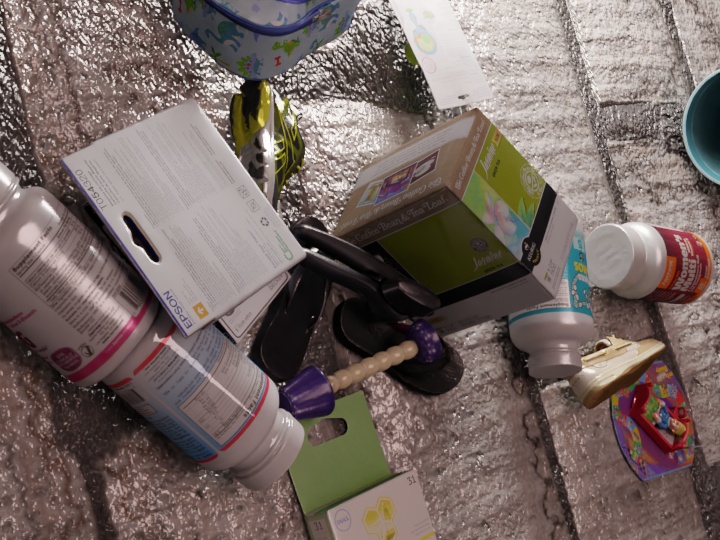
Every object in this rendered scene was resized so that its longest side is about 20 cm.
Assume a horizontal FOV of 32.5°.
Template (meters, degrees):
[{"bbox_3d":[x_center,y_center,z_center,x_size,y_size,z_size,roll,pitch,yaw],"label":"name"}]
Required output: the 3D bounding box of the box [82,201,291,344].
[{"bbox_3d":[-0.173,-0.029,1.255,0.201,0.060,0.117,52,46,-16],"label":"box"}]

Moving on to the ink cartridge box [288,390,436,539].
[{"bbox_3d":[-0.001,0.240,1.330,0.144,0.048,0.203,-15,87,-45],"label":"ink cartridge box"}]

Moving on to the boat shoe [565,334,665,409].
[{"bbox_3d":[0.349,0.123,1.696,0.069,0.074,0.199,46,38,21],"label":"boat shoe"}]

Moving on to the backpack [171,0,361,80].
[{"bbox_3d":[-0.104,-0.325,1.359,0.182,0.148,0.200,39,55,10],"label":"backpack"}]

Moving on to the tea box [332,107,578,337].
[{"bbox_3d":[0.110,-0.049,1.437,0.197,0.199,0.135,43,50,-24],"label":"tea box"}]

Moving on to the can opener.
[{"bbox_3d":[0.000,0.000,1.366,0.199,0.078,0.064,29,45,-31],"label":"can opener"}]

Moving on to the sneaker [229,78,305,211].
[{"bbox_3d":[-0.095,-0.117,1.355,0.084,0.074,0.203,19,62,-38],"label":"sneaker"}]

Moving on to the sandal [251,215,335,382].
[{"bbox_3d":[-0.062,0.029,1.352,0.076,0.043,0.203,33,54,-31],"label":"sandal"}]

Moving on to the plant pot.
[{"bbox_3d":[0.658,-0.246,2.067,0.187,0.198,0.203,-19,87,-61],"label":"plant pot"}]

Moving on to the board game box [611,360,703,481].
[{"bbox_3d":[0.434,0.208,1.766,0.198,0.039,0.161,-4,77,-45],"label":"board game box"}]

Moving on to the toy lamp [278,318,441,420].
[{"bbox_3d":[-0.001,0.110,1.348,0.198,0.058,0.059,-24,91,-30],"label":"toy lamp"}]

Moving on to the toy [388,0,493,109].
[{"bbox_3d":[0.088,-0.302,1.625,0.114,0.047,0.203,-17,83,-43],"label":"toy"}]

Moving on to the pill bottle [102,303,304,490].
[{"bbox_3d":[-0.149,0.119,1.187,0.200,0.108,0.110,45,48,-22],"label":"pill bottle"}]

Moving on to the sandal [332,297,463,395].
[{"bbox_3d":[0.055,0.091,1.438,0.199,0.048,0.076,26,57,-34],"label":"sandal"}]

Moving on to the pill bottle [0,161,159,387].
[{"bbox_3d":[-0.286,-0.001,1.097,0.200,0.113,0.114,45,48,-21],"label":"pill bottle"}]

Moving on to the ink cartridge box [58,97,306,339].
[{"bbox_3d":[-0.170,-0.049,1.166,0.198,0.043,0.200,54,41,0],"label":"ink cartridge box"}]

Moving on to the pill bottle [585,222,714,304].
[{"bbox_3d":[0.415,-0.011,1.785,0.198,0.109,0.111,6,70,-43],"label":"pill bottle"}]

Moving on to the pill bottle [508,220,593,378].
[{"bbox_3d":[0.243,0.033,1.600,0.110,0.110,0.203,13,66,-40],"label":"pill bottle"}]
